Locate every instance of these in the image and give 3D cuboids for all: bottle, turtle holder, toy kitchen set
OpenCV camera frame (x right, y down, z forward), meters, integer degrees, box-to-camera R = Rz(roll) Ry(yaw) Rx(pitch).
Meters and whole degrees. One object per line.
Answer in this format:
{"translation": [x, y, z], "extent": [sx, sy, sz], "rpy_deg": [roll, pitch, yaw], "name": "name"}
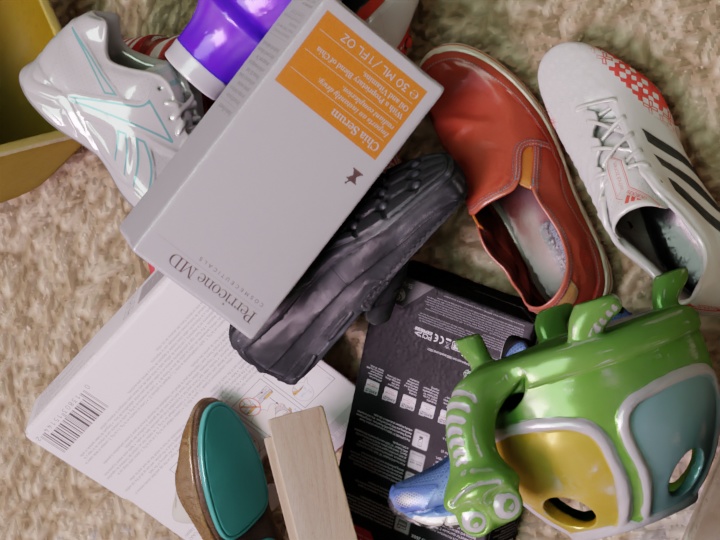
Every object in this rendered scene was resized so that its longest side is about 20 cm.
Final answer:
{"translation": [-0.047, -0.201, 1.486], "extent": [0.083, 0.065, 0.200], "rpy_deg": [43, 97, 14], "name": "bottle"}
{"translation": [0.132, 0.085, 1.290], "extent": [0.140, 0.185, 0.133], "rpy_deg": [-17, 90, 22], "name": "turtle holder"}
{"translation": [-0.094, 0.214, 1.507], "extent": [0.198, 0.163, 0.182], "rpy_deg": [-15, 78, -3], "name": "toy kitchen set"}

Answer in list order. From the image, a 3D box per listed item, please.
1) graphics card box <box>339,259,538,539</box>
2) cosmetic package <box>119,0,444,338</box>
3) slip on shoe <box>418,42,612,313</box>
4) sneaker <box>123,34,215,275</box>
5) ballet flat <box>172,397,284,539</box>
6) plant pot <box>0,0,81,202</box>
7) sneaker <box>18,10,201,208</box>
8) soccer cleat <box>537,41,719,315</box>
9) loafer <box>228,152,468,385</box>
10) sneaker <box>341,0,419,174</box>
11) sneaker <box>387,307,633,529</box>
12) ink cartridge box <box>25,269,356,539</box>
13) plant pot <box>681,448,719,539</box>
{"translation": [0.054, 0.106, 1.504], "extent": [0.125, 0.051, 0.202], "rpy_deg": [19, 107, 30], "name": "graphics card box"}
{"translation": [-0.051, -0.070, 1.428], "extent": [0.101, 0.071, 0.200], "rpy_deg": [36, 93, -18], "name": "cosmetic package"}
{"translation": [0.093, -0.058, 1.450], "extent": [0.074, 0.061, 0.201], "rpy_deg": [-34, 78, 32], "name": "slip on shoe"}
{"translation": [-0.144, -0.071, 1.613], "extent": [0.115, 0.078, 0.202], "rpy_deg": [14, 107, 50], "name": "sneaker"}
{"translation": [-0.090, 0.183, 1.584], "extent": [0.072, 0.068, 0.201], "rpy_deg": [-11, 112, 44], "name": "ballet flat"}
{"translation": [-0.334, -0.121, 1.639], "extent": [0.195, 0.194, 0.200], "rpy_deg": [65, 149, 13], "name": "plant pot"}
{"translation": [-0.136, -0.090, 1.506], "extent": [0.200, 0.070, 0.080], "rpy_deg": [44, 106, 4], "name": "sneaker"}
{"translation": [0.168, -0.058, 1.387], "extent": [0.069, 0.085, 0.201], "rpy_deg": [-40, 75, 30], "name": "soccer cleat"}
{"translation": [0.000, 0.000, 1.465], "extent": [0.070, 0.068, 0.200], "rpy_deg": [40, 115, -21], "name": "loafer"}
{"translation": [0.005, -0.114, 1.503], "extent": [0.108, 0.067, 0.202], "rpy_deg": [40, 88, -20], "name": "sneaker"}
{"translation": [0.098, 0.089, 1.416], "extent": [0.199, 0.079, 0.089], "rpy_deg": [-33, 95, -2], "name": "sneaker"}
{"translation": [-0.110, 0.093, 1.594], "extent": [0.176, 0.045, 0.200], "rpy_deg": [36, 120, -17], "name": "ink cartridge box"}
{"translation": [0.269, 0.182, 1.308], "extent": [0.173, 0.200, 0.201], "rpy_deg": [24, 110, 11], "name": "plant pot"}
